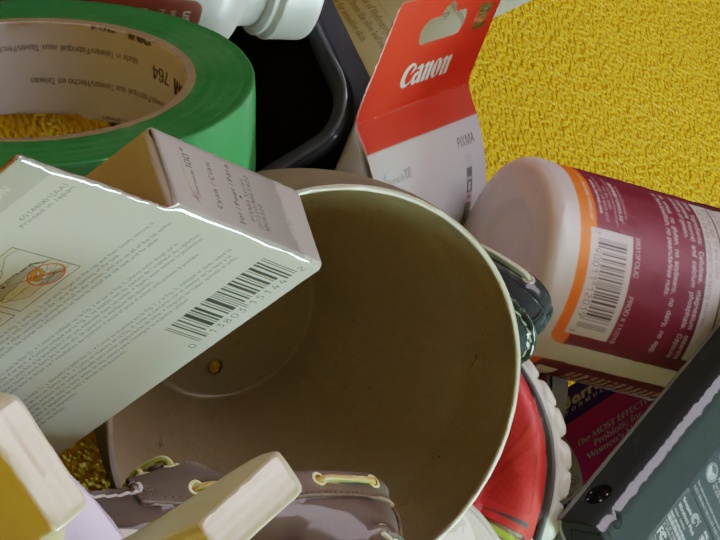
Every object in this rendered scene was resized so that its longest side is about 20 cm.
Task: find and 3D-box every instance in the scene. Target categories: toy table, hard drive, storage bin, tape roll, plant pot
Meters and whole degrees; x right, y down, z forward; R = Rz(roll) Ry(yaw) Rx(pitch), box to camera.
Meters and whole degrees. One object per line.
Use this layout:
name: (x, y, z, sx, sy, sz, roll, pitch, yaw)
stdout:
toy table: (-0.115, 0.134, 1.045, 0.200, 0.117, 0.184, 47, 57, -15)
hard drive: (0.191, 0.119, 1.441, 0.200, 0.033, 0.140, -46, 123, -33)
storage bin: (-0.057, -0.128, 1.491, 0.201, 0.145, 0.134, 64, 17, 17)
tape roll: (-0.145, -0.063, 1.202, 0.201, 0.199, 0.048, -57, 151, -62)
plant pot: (-0.043, 0.036, 1.284, 0.200, 0.201, 0.134, 39, 1, -30)

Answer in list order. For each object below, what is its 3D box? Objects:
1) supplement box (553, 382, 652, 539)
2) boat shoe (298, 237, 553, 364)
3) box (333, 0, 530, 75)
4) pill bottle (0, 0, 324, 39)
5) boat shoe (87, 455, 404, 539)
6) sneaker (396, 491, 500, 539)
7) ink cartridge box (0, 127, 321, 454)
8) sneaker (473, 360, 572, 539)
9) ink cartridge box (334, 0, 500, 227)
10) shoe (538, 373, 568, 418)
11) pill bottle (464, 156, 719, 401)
supplement box: (0.174, 0.154, 1.579, 0.103, 0.101, 0.201, 35, 32, -33)
boat shoe: (0.000, 0.000, 1.379, 0.199, 0.076, 0.060, 27, 42, 16)
box: (0.017, -0.270, 1.672, 0.200, 0.171, 0.200, 49, 19, -57)
pill bottle: (-0.121, -0.161, 1.342, 0.199, 0.112, 0.113, 3, 51, -21)
boat shoe: (-0.073, 0.114, 1.188, 0.199, 0.072, 0.060, 4, 53, -23)
sneaker: (0.066, 0.199, 1.302, 0.075, 0.081, 0.201, -16, 88, -23)
ink cartridge box: (-0.144, 0.014, 1.089, 0.176, 0.200, 0.045, 21, 41, -49)
sneaker: (0.052, 0.129, 1.373, 0.085, 0.077, 0.201, 7, 80, -44)
ink cartridge box: (0.031, -0.052, 1.476, 0.057, 0.201, 0.162, 33, 23, 14)
shoe: (0.060, 0.073, 1.514, 0.091, 0.071, 0.201, 43, 32, -30)
pill bottle: (0.161, 0.014, 1.522, 0.199, 0.114, 0.115, 15, 44, -26)
